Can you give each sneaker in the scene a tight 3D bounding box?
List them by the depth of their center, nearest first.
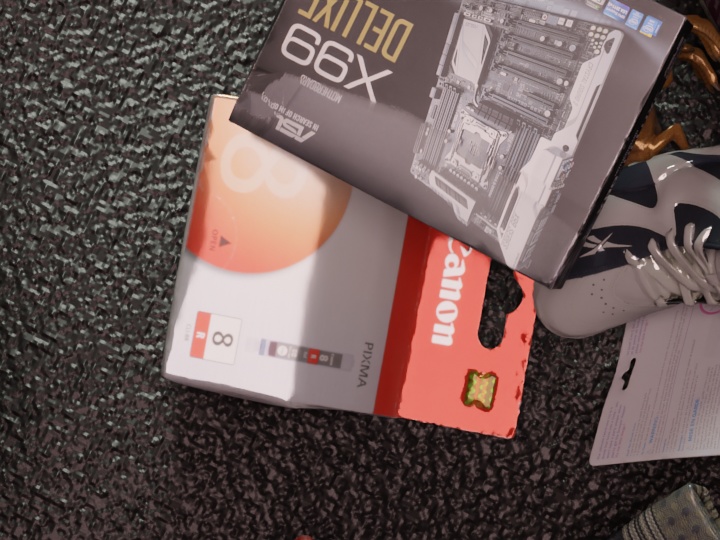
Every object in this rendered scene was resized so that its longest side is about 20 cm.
[{"bbox_3d":[0.183,-0.004,1.362,0.198,0.130,0.080,-26,120,10],"label":"sneaker"}]

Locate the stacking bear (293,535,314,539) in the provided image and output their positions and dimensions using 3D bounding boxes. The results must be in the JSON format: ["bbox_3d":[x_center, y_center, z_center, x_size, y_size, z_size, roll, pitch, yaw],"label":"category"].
[{"bbox_3d":[0.010,0.249,1.412,0.200,0.121,0.114,41,99,-5],"label":"stacking bear"}]

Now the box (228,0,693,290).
[{"bbox_3d":[0.052,-0.104,1.377,0.199,0.050,0.159,28,96,11],"label":"box"}]

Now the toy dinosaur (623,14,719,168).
[{"bbox_3d":[0.140,-0.108,1.412,0.106,0.060,0.201,-24,99,-9],"label":"toy dinosaur"}]

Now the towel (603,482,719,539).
[{"bbox_3d":[0.167,0.238,1.377,0.192,0.034,0.201,-42,71,34],"label":"towel"}]

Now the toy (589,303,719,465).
[{"bbox_3d":[0.224,0.055,1.374,0.199,0.047,0.116,-11,48,40],"label":"toy"}]

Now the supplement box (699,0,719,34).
[{"bbox_3d":[0.212,-0.201,1.390,0.103,0.131,0.201,-26,87,4],"label":"supplement box"}]

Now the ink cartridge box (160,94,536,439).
[{"bbox_3d":[0.000,0.000,1.444,0.198,0.050,0.164,10,90,8],"label":"ink cartridge box"}]
